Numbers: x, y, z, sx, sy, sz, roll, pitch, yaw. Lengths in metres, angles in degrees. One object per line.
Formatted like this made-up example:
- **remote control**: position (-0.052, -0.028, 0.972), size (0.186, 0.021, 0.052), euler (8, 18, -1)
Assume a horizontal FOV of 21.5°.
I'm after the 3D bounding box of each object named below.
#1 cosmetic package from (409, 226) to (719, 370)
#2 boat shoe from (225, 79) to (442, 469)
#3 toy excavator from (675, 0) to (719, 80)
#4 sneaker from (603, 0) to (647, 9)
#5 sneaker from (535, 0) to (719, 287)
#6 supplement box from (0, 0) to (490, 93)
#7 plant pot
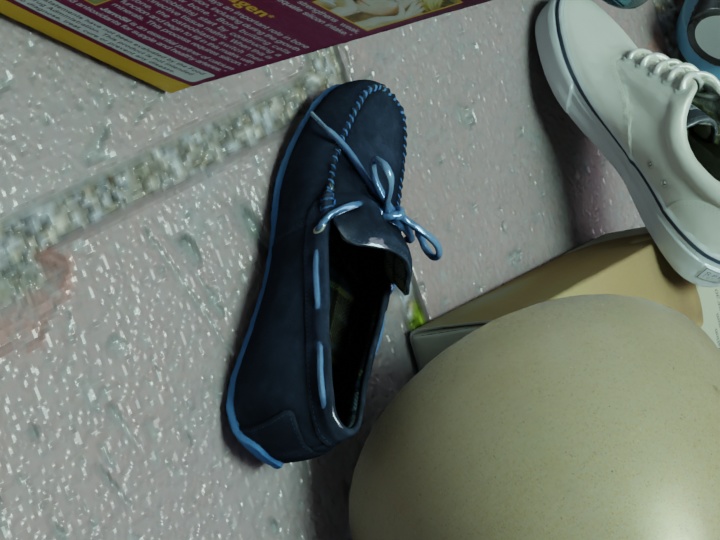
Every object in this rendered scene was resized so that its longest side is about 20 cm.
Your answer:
- **cosmetic package**: position (0.121, 0.048, 1.020), size (0.200, 0.071, 0.106), euler (-26, 102, -49)
- **boat shoe**: position (0.000, 0.000, 0.889), size (0.084, 0.069, 0.201), euler (31, 59, -42)
- **toy excavator**: position (0.288, -0.106, 1.237), size (0.194, 0.200, 0.100), euler (24, 54, 6)
- **sneaker**: position (0.085, -0.194, 1.043), size (0.200, 0.079, 0.096), euler (36, 65, -29)
- **sneaker**: position (0.169, -0.088, 1.050), size (0.073, 0.071, 0.200), euler (-5, 55, -43)
- **supplement box**: position (-0.049, -0.157, 0.765), size (0.131, 0.200, 0.104), euler (24, 64, -46)
- **plant pot**: position (0.110, 0.131, 0.859), size (0.200, 0.200, 0.135), euler (39, 13, -38)
